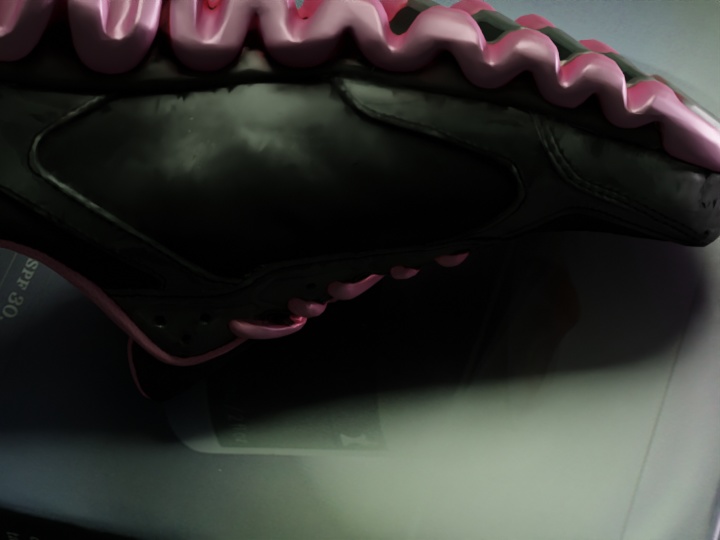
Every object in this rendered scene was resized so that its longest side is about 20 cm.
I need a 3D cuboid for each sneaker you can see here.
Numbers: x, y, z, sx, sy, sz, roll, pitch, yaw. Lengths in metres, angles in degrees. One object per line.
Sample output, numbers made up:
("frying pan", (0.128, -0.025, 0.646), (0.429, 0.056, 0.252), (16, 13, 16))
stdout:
("sneaker", (-0.018, -0.017, 0.532), (0.198, 0.096, 0.079), (9, 7, 0))

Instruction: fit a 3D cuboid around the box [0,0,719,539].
("box", (0.013, 0.017, 0.614), (0.197, 0.124, 0.201), (10, 56, 17))
